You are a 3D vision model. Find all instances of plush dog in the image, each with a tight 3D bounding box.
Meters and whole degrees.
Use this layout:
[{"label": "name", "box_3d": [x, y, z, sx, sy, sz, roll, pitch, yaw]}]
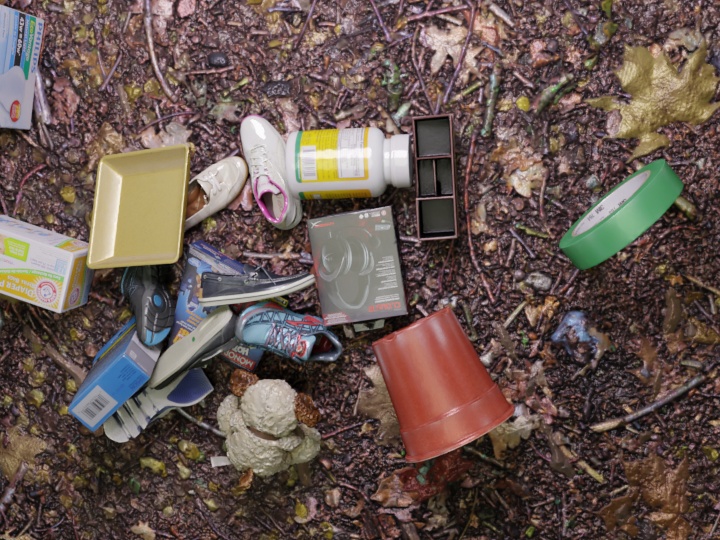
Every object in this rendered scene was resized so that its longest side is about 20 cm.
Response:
[{"label": "plush dog", "box_3d": [-0.162, 0.259, 1.347, 0.197, 0.161, 0.174, 20, 117, 6]}]

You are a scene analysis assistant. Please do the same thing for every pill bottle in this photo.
[{"label": "pill bottle", "box_3d": [-0.016, -0.175, 1.302, 0.196, 0.113, 0.115, -2, 98, 8]}]

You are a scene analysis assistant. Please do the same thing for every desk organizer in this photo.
[{"label": "desk organizer", "box_3d": [0.122, -0.153, 1.304, 0.070, 0.077, 0.204, -3, 98, 8]}]

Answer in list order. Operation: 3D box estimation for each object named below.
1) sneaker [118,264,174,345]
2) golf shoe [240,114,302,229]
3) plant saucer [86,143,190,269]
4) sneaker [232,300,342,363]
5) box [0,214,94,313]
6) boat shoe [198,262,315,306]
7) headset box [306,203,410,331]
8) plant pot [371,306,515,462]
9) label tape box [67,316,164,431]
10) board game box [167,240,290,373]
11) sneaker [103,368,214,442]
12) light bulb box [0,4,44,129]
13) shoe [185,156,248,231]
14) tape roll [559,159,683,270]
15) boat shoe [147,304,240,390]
[{"label": "sneaker", "box_3d": [-0.372, 0.044, 1.376, 0.081, 0.073, 0.203, -21, 55, 18]}, {"label": "golf shoe", "box_3d": [-0.154, -0.166, 1.334, 0.074, 0.092, 0.203, -21, 93, 12]}, {"label": "plant saucer", "box_3d": [-0.366, -0.101, 1.352, 0.197, 0.048, 0.204, -3, 77, 26]}, {"label": "sneaker", "box_3d": [-0.113, 0.107, 1.319, 0.197, 0.095, 0.081, 10, 104, -33]}, {"label": "box", "box_3d": [-0.581, -0.013, 1.408, 0.197, 0.101, 0.114, 17, 100, 5]}, {"label": "boat shoe", "box_3d": [-0.173, 0.018, 1.312, 0.196, 0.075, 0.063, -7, 90, 4]}, {"label": "headset box", "box_3d": [0.000, 0.000, 1.343, 0.146, 0.077, 0.204, -8, 95, 9]}, {"label": "plant pot", "box_3d": [0.122, 0.178, 1.302, 0.198, 0.201, 0.198, -26, 86, 10]}, {"label": "label tape box", "box_3d": [-0.411, 0.163, 1.372, 0.144, 0.200, 0.063, -42, 107, 12]}, {"label": "board game box", "box_3d": [-0.248, 0.086, 1.397, 0.198, 0.062, 0.202, 29, 102, 3]}, {"label": "sneaker", "box_3d": [-0.369, 0.228, 1.427, 0.198, 0.115, 0.082, -29, 96, -19]}, {"label": "light bulb box", "box_3d": [-0.638, -0.344, 1.320, 0.123, 0.200, 0.202, 12, 100, 4]}, {"label": "shoe", "box_3d": [-0.275, -0.123, 1.375, 0.199, 0.053, 0.070, -38, 92, 11]}, {"label": "tape roll", "box_3d": [0.395, -0.084, 1.214, 0.200, 0.200, 0.048, -41, 92, 11]}, {"label": "boat shoe", "box_3d": [-0.276, 0.144, 1.343, 0.199, 0.072, 0.068, -38, 123, 10]}]
